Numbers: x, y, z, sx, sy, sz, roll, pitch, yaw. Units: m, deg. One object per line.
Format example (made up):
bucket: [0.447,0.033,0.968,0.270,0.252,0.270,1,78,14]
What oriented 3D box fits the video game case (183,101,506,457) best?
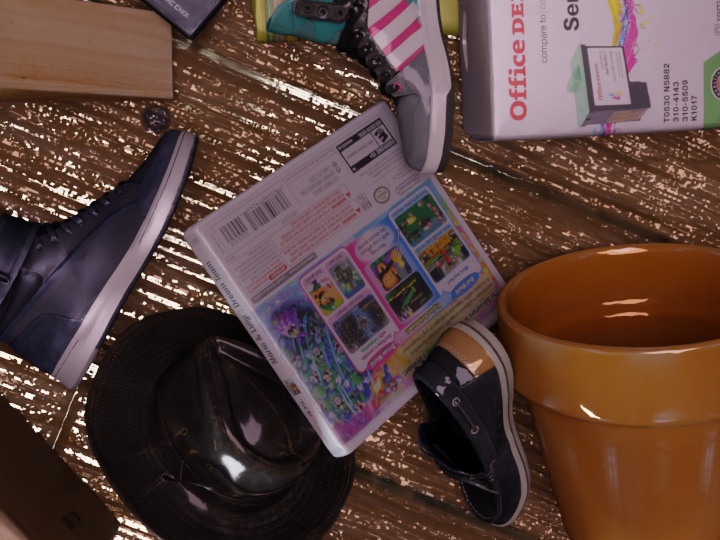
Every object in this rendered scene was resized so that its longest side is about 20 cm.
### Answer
video game case: [0.000,0.000,0.886,0.200,0.024,0.182,-38,97,-37]

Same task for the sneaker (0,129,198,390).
sneaker: [-0.214,-0.036,0.890,0.146,0.077,0.202,31,91,-8]

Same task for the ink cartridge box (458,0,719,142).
ink cartridge box: [0.177,-0.169,0.907,0.200,0.084,0.145,-4,98,-7]

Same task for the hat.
hat: [-0.084,0.097,0.857,0.201,0.081,0.201,11,56,-17]

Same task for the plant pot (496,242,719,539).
plant pot: [0.202,0.099,0.888,0.200,0.200,0.183,-8,109,-4]

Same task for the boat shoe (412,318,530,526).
boat shoe: [0.074,0.118,0.887,0.062,0.075,0.200,-36,140,-21]

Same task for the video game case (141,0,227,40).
video game case: [-0.111,-0.284,0.901,0.143,0.019,0.200,39,84,-1]

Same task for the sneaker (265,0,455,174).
sneaker: [-0.004,-0.162,0.885,0.121,0.084,0.200,-8,91,-10]

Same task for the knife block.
knife block: [-0.229,-0.148,0.834,0.200,0.176,0.064,-1,94,-5]

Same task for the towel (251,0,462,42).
towel: [0.019,-0.214,0.933,0.200,0.018,0.086,-3,99,-6]

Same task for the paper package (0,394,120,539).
paper package: [-0.264,0.161,0.834,0.103,0.200,0.191,-42,95,-2]
